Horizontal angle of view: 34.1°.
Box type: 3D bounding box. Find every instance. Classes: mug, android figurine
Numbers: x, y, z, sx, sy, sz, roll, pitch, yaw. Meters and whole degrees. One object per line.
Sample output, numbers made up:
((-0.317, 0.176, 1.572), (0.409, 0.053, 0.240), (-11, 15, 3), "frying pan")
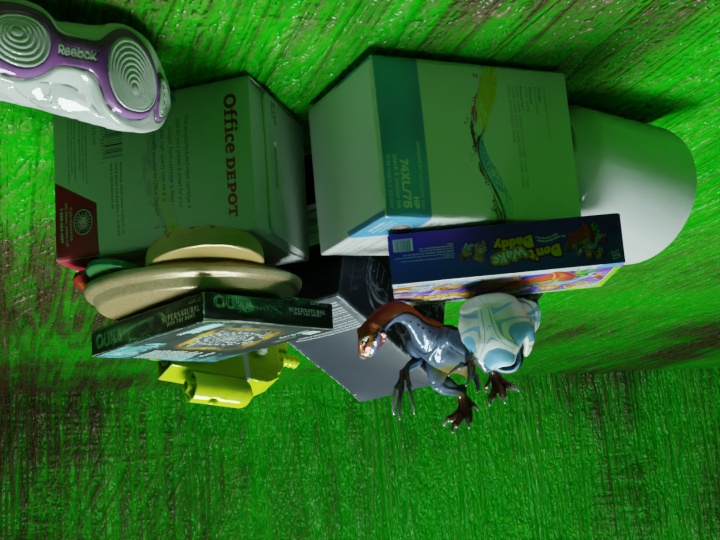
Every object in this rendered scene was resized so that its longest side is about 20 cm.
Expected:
((0.221, -0.090, 1.198), (0.153, 0.150, 0.186), (16, 151, -39), "mug")
((-0.154, 0.064, 1.229), (0.200, 0.182, 0.041), (15, 137, -32), "android figurine")

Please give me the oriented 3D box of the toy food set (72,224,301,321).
((-0.152, 0.011, 1.044), (0.197, 0.049, 0.200), (-10, 166, 25), "toy food set")

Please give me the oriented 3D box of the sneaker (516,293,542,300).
((0.144, -0.053, 1.227), (0.076, 0.200, 0.088), (-32, 162, 17), "sneaker")

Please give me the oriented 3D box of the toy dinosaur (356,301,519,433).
((0.065, 0.078, 1.137), (0.105, 0.200, 0.182), (-29, 119, 18), "toy dinosaur")

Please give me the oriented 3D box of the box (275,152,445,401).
((0.000, 0.000, 1.209), (0.104, 0.201, 0.182), (-17, 139, 30), "box")

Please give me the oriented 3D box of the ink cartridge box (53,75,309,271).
((-0.163, -0.077, 1.096), (0.199, 0.146, 0.145), (-7, 167, 17), "ink cartridge box")

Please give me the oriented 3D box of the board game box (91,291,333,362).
((-0.138, 0.054, 1.063), (0.135, 0.028, 0.200), (7, 164, -39), "board game box")

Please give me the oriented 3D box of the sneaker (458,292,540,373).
((0.132, 0.059, 1.098), (0.072, 0.073, 0.200), (-9, 176, 15), "sneaker")

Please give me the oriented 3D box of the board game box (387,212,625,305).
((0.126, -0.007, 1.060), (0.199, 0.045, 0.134), (-6, 170, 2), "board game box")

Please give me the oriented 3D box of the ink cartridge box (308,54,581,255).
((0.075, -0.098, 1.077), (0.199, 0.147, 0.147), (0, 168, -24), "ink cartridge box")

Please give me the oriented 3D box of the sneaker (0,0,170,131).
((-0.232, -0.157, 0.891), (0.099, 0.075, 0.200), (3, 171, 39), "sneaker")
